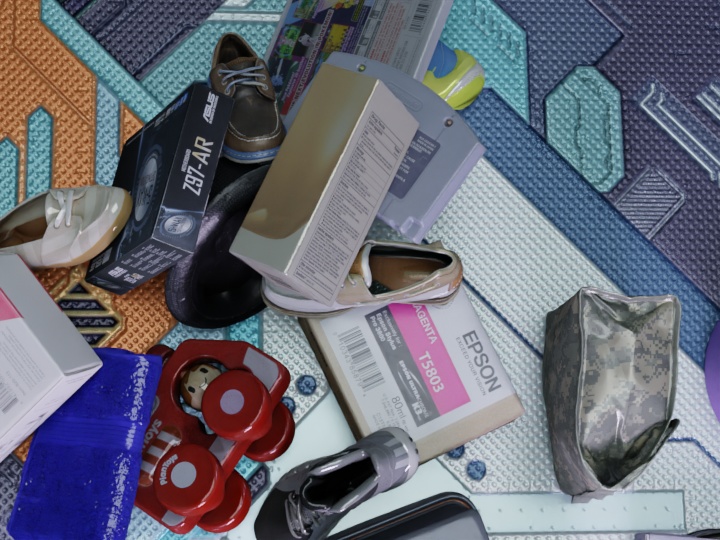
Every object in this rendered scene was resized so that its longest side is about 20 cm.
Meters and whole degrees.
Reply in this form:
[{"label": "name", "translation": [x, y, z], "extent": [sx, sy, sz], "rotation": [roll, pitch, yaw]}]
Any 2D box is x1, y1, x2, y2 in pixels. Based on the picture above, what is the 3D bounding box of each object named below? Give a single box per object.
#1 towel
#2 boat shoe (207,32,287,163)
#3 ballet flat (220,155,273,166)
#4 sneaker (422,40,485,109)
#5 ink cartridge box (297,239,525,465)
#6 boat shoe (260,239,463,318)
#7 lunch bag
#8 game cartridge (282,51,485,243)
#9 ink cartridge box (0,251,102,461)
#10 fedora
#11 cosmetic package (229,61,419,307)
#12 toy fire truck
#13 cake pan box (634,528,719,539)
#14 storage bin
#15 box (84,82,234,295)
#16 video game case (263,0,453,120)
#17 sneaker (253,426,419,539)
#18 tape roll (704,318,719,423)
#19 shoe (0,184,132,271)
[{"label": "towel", "translation": [-0.268, 0.171, 1.355], "extent": [0.147, 0.049, 0.201], "rotation": [-3, 72, 39]}, {"label": "boat shoe", "translation": [-0.120, -0.173, 1.396], "extent": [0.072, 0.200, 0.073], "rotation": [-11, 124, -13]}, {"label": "ballet flat", "translation": [-0.082, -0.091, 1.460], "extent": [0.200, 0.072, 0.072], "rotation": [36, 77, 1]}, {"label": "sneaker", "translation": [0.032, -0.173, 1.494], "extent": [0.200, 0.076, 0.105], "rotation": [-38, 67, -12]}, {"label": "ink cartridge box", "translation": [0.049, 0.093, 1.433], "extent": [0.164, 0.075, 0.201], "rotation": [-25, 82, -9]}, {"label": "boat shoe", "translation": [0.000, 0.000, 1.375], "extent": [0.199, 0.068, 0.075], "rotation": [-6, 71, -1]}, {"label": "lunch bag", "translation": [0.244, 0.129, 1.400], "extent": [0.117, 0.164, 0.201], "rotation": [6, 79, -3]}, {"label": "game cartridge", "translation": [0.021, -0.130, 1.391], "extent": [0.200, 0.041, 0.133], "rotation": [36, 92, 28]}, {"label": "ink cartridge box", "translation": [-0.369, 0.101, 1.340], "extent": [0.200, 0.083, 0.147], "rotation": [-42, 82, 15]}, {"label": "fedora", "translation": [-0.129, -0.041, 1.405], "extent": [0.200, 0.201, 0.092], "rotation": [-34, 56, -11]}, {"label": "cosmetic package", "translation": [-0.031, -0.079, 1.318], "extent": [0.071, 0.105, 0.201], "rotation": [21, 80, 30]}, {"label": "toy fire truck", "translation": [-0.169, 0.152, 1.388], "extent": [0.167, 0.112, 0.201], "rotation": [29, 79, 22]}, {"label": "cake pan box", "translation": [0.367, 0.362, 1.427], "extent": [0.183, 0.052, 0.201], "rotation": [4, 79, -7]}, {"label": "storage bin", "translation": [0.048, 0.305, 1.361], "extent": [0.199, 0.134, 0.146], "rotation": [-20, 81, -9]}, {"label": "box", "translation": [-0.197, -0.074, 1.366], "extent": [0.043, 0.200, 0.161], "rotation": [22, 69, -23]}, {"label": "video game case", "translation": [-0.011, -0.232, 1.476], "extent": [0.181, 0.023, 0.201], "rotation": [15, 77, 26]}, {"label": "sneaker", "translation": [-0.046, 0.214, 1.340], "extent": [0.200, 0.115, 0.075], "rotation": [-37, 78, 23]}, {"label": "tape roll", "translation": [0.467, 0.106, 1.481], "extent": [0.199, 0.066, 0.201], "rotation": [1, 79, -5]}, {"label": "shoe", "translation": [-0.306, -0.038, 1.373], "extent": [0.199, 0.053, 0.070], "rotation": [-19, 57, 30]}]
